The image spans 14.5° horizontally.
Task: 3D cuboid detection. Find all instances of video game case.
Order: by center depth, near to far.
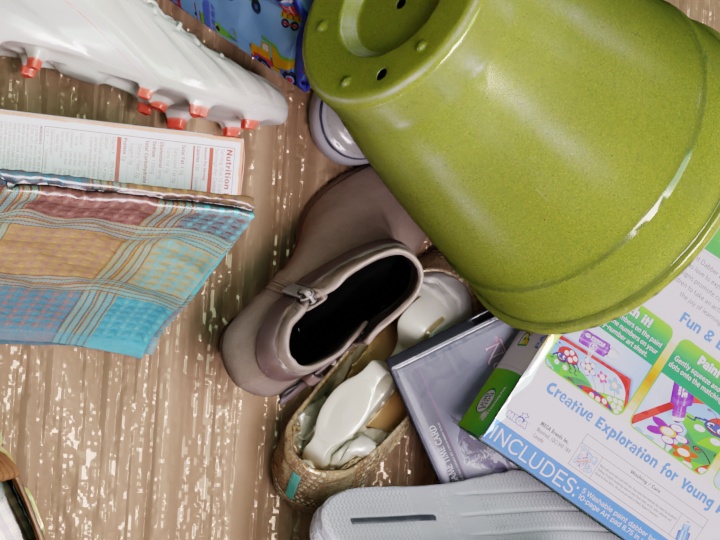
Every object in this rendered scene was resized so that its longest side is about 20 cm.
[{"bbox_3d":[0.130,0.068,1.635,0.200,0.019,0.143,-26,115,-6],"label":"video game case"}]

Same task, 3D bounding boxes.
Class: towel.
[{"bbox_3d":[-0.153,0.000,1.514,0.146,0.200,0.022,5,66,-20],"label":"towel"}]

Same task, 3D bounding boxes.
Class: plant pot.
[{"bbox_3d":[0.076,-0.099,1.513,0.193,0.200,0.201,37,75,-38],"label":"plant pot"}]

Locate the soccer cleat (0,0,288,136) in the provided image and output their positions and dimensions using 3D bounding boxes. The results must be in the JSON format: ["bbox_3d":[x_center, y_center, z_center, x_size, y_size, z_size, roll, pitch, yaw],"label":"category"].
[{"bbox_3d":[-0.129,-0.133,1.597,0.199,0.069,0.078,17,79,-17],"label":"soccer cleat"}]

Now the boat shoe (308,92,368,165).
[{"bbox_3d":[0.059,-0.136,1.658,0.202,0.086,0.075,-39,102,-18],"label":"boat shoe"}]

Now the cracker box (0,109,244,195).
[{"bbox_3d":[-0.178,-0.052,1.537,0.199,0.134,0.058,7,85,-22],"label":"cracker box"}]

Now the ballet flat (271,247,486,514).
[{"bbox_3d":[0.021,0.056,1.643,0.070,0.065,0.200,32,74,10],"label":"ballet flat"}]

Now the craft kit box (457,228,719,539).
[{"bbox_3d":[0.188,0.061,1.594,0.200,0.049,0.198,36,88,-19],"label":"craft kit box"}]

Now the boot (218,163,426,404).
[{"bbox_3d":[0.000,0.000,1.598,0.200,0.146,0.070,-46,103,-16],"label":"boot"}]

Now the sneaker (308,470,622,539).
[{"bbox_3d":[0.059,0.161,1.613,0.199,0.071,0.073,4,47,-19],"label":"sneaker"}]

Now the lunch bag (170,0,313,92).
[{"bbox_3d":[-0.011,-0.212,1.602,0.200,0.150,0.094,-34,140,-27],"label":"lunch bag"}]

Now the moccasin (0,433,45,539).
[{"bbox_3d":[-0.220,0.118,1.544,0.074,0.078,0.202,-24,97,-20],"label":"moccasin"}]
